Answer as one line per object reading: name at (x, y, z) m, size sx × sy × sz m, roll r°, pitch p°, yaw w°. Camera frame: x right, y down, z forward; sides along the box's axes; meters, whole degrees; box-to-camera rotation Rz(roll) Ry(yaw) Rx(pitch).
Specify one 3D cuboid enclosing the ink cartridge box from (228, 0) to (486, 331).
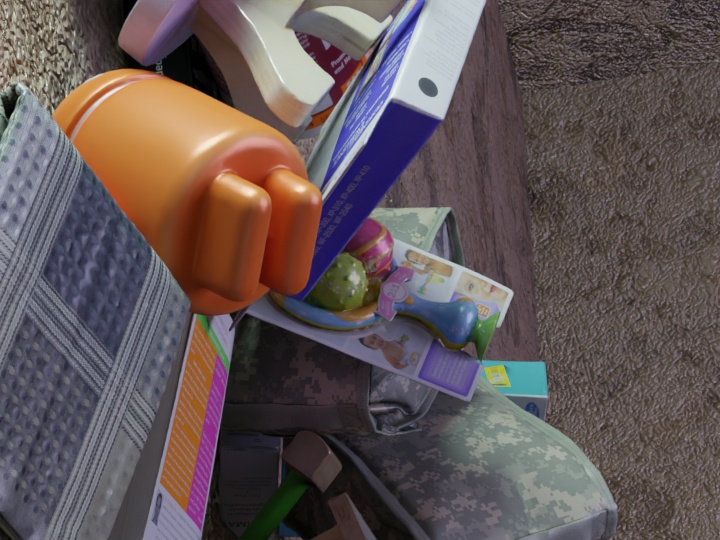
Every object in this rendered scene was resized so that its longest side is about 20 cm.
ink cartridge box at (0.002, -0.073, 1.614) m, size 0.198 × 0.043 × 0.200 m, roll -52°, pitch -170°, yaw 45°

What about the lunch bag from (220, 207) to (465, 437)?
lunch bag at (-0.028, 0.050, 1.813) m, size 0.200 × 0.163 × 0.118 m, roll -57°, pitch 140°, yaw -47°

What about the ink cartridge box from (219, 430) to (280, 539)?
ink cartridge box at (-0.082, 0.139, 1.966) m, size 0.163 × 0.057 × 0.201 m, roll -89°, pitch -173°, yaw -46°

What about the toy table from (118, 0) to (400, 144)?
toy table at (-0.054, -0.155, 1.597) m, size 0.184 × 0.117 × 0.200 m, roll -52°, pitch 180°, yaw 39°

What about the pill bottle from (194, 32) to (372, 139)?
pill bottle at (-0.065, -0.192, 1.798) m, size 0.200 × 0.114 × 0.115 m, roll 68°, pitch 17°, yaw -52°

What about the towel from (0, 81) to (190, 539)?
towel at (-0.166, 0.040, 1.336) m, size 0.193 × 0.034 × 0.201 m, roll 56°, pitch 43°, yaw -44°

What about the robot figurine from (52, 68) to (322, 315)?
robot figurine at (-0.110, -0.048, 1.507) m, size 0.200 × 0.144 × 0.117 m, roll 28°, pitch -27°, yaw 42°

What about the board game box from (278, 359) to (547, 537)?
board game box at (0.038, 0.140, 2.030) m, size 0.047 × 0.199 × 0.152 m, roll -91°, pitch -176°, yaw -56°

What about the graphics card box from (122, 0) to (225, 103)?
graphics card box at (-0.127, -0.127, 1.866) m, size 0.125 × 0.051 × 0.201 m, roll 42°, pitch 42°, yaw -74°

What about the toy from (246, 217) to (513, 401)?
toy at (0.000, 0.000, 1.718) m, size 0.115 × 0.199 × 0.047 m, roll -64°, pitch 179°, yaw -46°

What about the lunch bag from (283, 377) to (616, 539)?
lunch bag at (0.063, 0.166, 1.863) m, size 0.200 × 0.163 × 0.118 m, roll 34°, pitch -50°, yaw 51°

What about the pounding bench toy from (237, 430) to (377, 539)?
pounding bench toy at (-0.055, 0.221, 1.709) m, size 0.201 × 0.155 × 0.124 m, roll 64°, pitch 2°, yaw 29°

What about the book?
book at (-0.118, 0.112, 1.621) m, size 0.134 × 0.048 × 0.201 m, roll 61°, pitch 35°, yaw -66°
